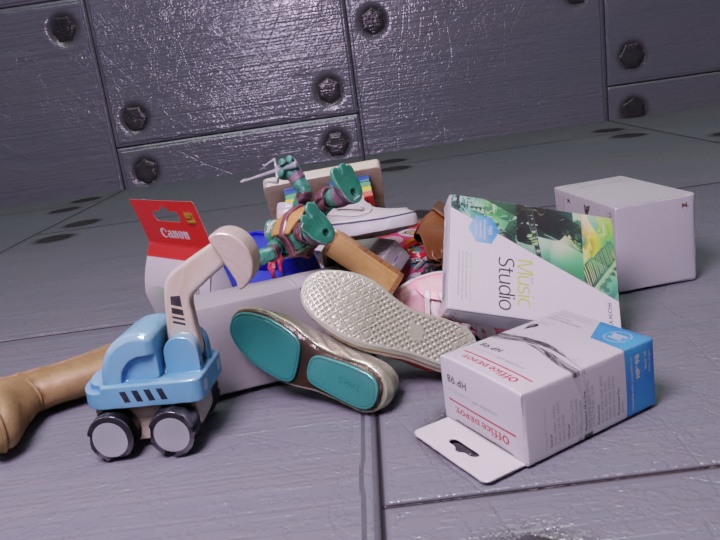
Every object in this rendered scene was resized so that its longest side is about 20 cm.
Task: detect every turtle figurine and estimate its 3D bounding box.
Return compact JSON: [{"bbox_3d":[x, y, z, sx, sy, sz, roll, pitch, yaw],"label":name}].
[{"bbox_3d":[-0.085,-0.061,0.851,0.100,0.152,0.199,28,-22,-31],"label":"turtle figurine"}]

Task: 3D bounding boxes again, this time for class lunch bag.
[{"bbox_3d":[0.118,-0.023,1.106,0.198,0.083,0.175,-16,21,-35],"label":"lunch bag"}]

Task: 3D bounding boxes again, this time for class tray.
[{"bbox_3d":[0.000,0.000,0.933,0.098,0.037,0.200,34,-5,1],"label":"tray"}]

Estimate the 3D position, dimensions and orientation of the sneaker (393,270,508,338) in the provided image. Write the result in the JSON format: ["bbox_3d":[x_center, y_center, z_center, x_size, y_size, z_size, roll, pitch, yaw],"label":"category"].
[{"bbox_3d":[0.130,0.045,0.853,0.196,0.077,0.105,-3,10,3],"label":"sneaker"}]

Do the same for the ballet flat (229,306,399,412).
[{"bbox_3d":[-0.049,0.093,0.757,0.198,0.068,0.062,25,17,22],"label":"ballet flat"}]

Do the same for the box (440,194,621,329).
[{"bbox_3d":[0.190,-0.003,0.803,0.196,0.147,0.036,8,-27,-6],"label":"box"}]

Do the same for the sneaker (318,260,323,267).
[{"bbox_3d":[-0.058,-0.027,1.181,0.197,0.092,0.075,-12,16,-12],"label":"sneaker"}]

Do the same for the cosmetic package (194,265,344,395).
[{"bbox_3d":[-0.104,0.068,0.835,0.197,0.109,0.090,-14,13,-17],"label":"cosmetic package"}]

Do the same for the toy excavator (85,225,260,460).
[{"bbox_3d":[-0.184,0.067,0.701,0.191,0.203,0.100,-7,16,6],"label":"toy excavator"}]

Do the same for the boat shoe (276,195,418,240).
[{"bbox_3d":[-0.017,-0.075,0.965,0.196,0.067,0.072,-8,-3,-13],"label":"boat shoe"}]

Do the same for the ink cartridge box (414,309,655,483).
[{"bbox_3d":[0.153,0.105,0.645,0.197,0.068,0.115,-16,18,-27],"label":"ink cartridge box"}]

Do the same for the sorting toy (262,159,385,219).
[{"bbox_3d":[-0.052,-0.083,1.240,0.196,0.200,0.070,-10,55,0],"label":"sorting toy"}]

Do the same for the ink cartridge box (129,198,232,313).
[{"bbox_3d":[-0.240,0.006,0.950,0.159,0.202,0.050,7,38,43],"label":"ink cartridge box"}]

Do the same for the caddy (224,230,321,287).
[{"bbox_3d":[-0.136,0.025,1.021,0.198,0.106,0.142,5,44,37],"label":"caddy"}]

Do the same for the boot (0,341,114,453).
[{"bbox_3d":[-0.328,0.129,0.819,0.197,0.067,0.174,-15,17,-29],"label":"boot"}]

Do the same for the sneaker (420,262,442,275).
[{"bbox_3d":[0.175,0.015,0.985,0.197,0.079,0.085,-11,-23,17],"label":"sneaker"}]

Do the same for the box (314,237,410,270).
[{"bbox_3d":[-0.009,-0.027,1.064,0.199,0.039,0.042,10,61,53],"label":"box"}]

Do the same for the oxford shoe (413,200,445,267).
[{"bbox_3d":[0.124,-0.027,0.921,0.071,0.071,0.200,-42,23,-1],"label":"oxford shoe"}]

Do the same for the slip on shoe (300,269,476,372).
[{"bbox_3d":[0.026,0.060,0.762,0.197,0.075,0.061,22,-20,-8],"label":"slip on shoe"}]

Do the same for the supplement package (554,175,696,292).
[{"bbox_3d":[0.371,-0.059,1.023,0.115,0.119,0.200,-9,15,-6],"label":"supplement package"}]
